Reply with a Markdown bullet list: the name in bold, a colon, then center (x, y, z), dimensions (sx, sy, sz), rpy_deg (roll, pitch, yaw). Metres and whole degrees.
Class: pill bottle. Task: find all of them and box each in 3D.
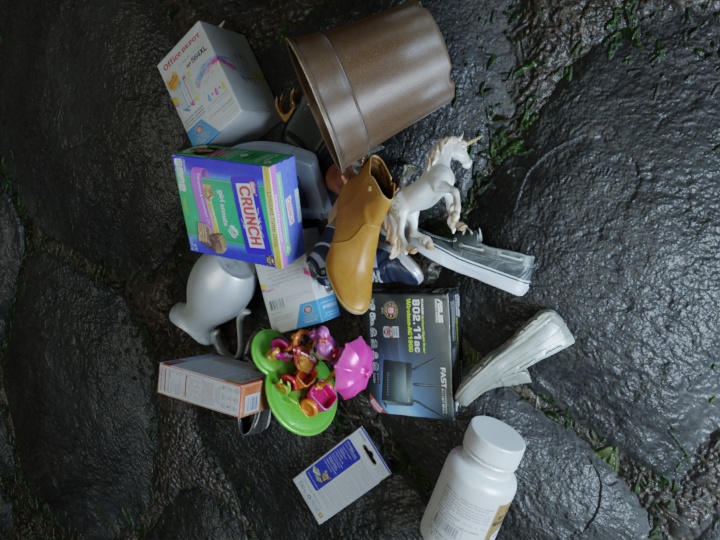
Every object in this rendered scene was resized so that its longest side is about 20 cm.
- **pill bottle**: center (0.174, 0.333, 0.956), dimensions (0.113, 0.114, 0.204), rpy_deg (26, 108, 23)

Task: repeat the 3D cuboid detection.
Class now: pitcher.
- **pitcher**: center (-0.254, 0.064, 1.168), dimensions (0.171, 0.121, 0.201), rpy_deg (43, 125, 3)

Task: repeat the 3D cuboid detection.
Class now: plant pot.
- **plant pot**: center (0.020, -0.275, 0.906), dimensions (0.195, 0.200, 0.204), rpy_deg (-24, 84, -2)

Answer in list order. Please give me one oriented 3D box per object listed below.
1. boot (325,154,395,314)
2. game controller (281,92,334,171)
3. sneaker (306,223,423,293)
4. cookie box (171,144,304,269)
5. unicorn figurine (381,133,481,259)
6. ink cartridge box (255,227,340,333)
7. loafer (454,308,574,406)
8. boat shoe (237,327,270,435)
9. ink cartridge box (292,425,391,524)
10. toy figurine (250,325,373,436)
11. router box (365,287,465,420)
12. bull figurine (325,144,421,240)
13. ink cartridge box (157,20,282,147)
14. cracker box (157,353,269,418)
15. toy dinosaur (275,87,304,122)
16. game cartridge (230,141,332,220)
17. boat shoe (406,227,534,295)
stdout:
- **boot**: center (0.006, -0.056, 0.916), dimensions (0.144, 0.069, 0.205), rpy_deg (-46, 45, 46)
- **game controller**: center (-0.047, -0.266, 1.026), dimensions (0.103, 0.042, 0.202), rpy_deg (35, 106, -2)
- **sneaker**: center (0.000, 0.000, 1.011), dimensions (0.198, 0.071, 0.109), rpy_deg (29, 71, 28)
- **cookie box**: center (-0.197, -0.107, 1.023), dimensions (0.196, 0.075, 0.175), rpy_deg (10, 120, 26)
- **unicorn figurine**: center (0.106, -0.111, 0.913), dimensions (0.197, 0.074, 0.140), rpy_deg (-26, 66, 14)
- **ink cartridge box**: center (-0.120, -0.002, 1.103), dimensions (0.113, 0.067, 0.205), rpy_deg (-15, 90, 30)
- **loafer**: center (0.224, 0.141, 0.924), dimensions (0.200, 0.070, 0.070), rpy_deg (-43, 83, 18)
- **boat shoe**: center (-0.199, 0.213, 1.180), dimensions (0.065, 0.057, 0.206), rpy_deg (8, 100, 27)
- **ink cartridge box**: center (-0.031, 0.363, 1.118), dimensions (0.200, 0.037, 0.096), rpy_deg (-43, 75, 28)
- **toy figurine**: center (-0.063, 0.148, 1.013), dimensions (0.201, 0.150, 0.183), rpy_deg (52, 132, -4)
- **router box**: center (0.087, 0.130, 1.009), dimensions (0.147, 0.062, 0.206), rpy_deg (-1, 95, 28)
- **bull figurine**: center (0.031, -0.130, 1.008), dimensions (0.198, 0.065, 0.123), rpy_deg (35, 104, 15)
- **ink cartridge box**: center (-0.252, -0.325, 1.105), dimensions (0.127, 0.125, 0.203), rpy_deg (-31, 82, 28)
- **cracker box**: center (-0.240, 0.198, 1.103), dimensions (0.196, 0.133, 0.059), rpy_deg (8, 95, 31)
- **toy dinosaur**: center (-0.096, -0.254, 1.065), dimensions (0.106, 0.060, 0.202), rpy_deg (38, 113, 18)
- **game cartridge**: center (-0.146, -0.156, 1.080), dimensions (0.196, 0.041, 0.135), rpy_deg (10, 140, 28)
- **boat shoe**: center (0.168, -0.030, 0.949), dimensions (0.196, 0.072, 0.072), rpy_deg (22, 98, 14)
